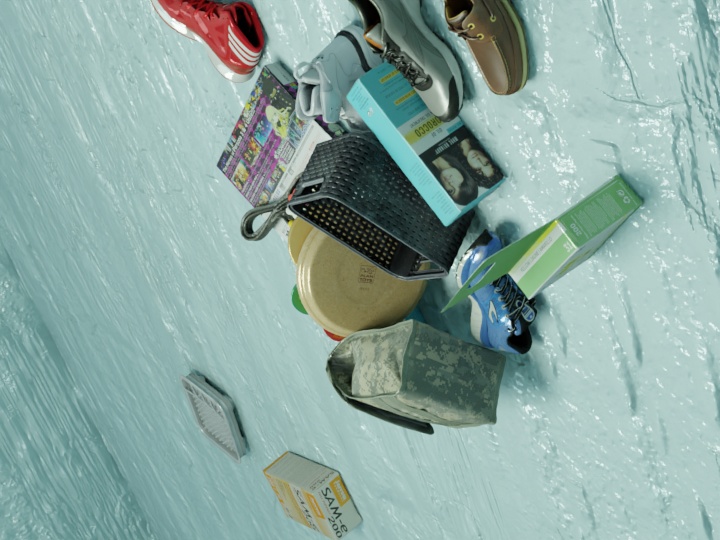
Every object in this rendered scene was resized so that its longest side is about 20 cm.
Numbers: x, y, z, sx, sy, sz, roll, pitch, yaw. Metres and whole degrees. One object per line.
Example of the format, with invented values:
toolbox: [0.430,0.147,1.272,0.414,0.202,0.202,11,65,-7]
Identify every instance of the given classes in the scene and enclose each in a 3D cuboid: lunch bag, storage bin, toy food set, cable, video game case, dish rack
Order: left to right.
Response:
dish rack: [-0.317,0.318,2.818,0.171,0.043,0.201,30,145,39]
cable: [-0.112,-0.088,1.794,0.199,0.050,0.098,-4,95,43]
video game case: [-0.107,-0.161,1.819,0.181,0.036,0.200,46,132,17]
toy food set: [0.000,0.000,1.728,0.049,0.199,0.199,-142,44,-64]
storage bin: [0.026,-0.077,1.609,0.199,0.094,0.135,31,162,-23]
lunch bag: [0.065,0.148,1.712,0.163,0.118,0.200,22,160,-29]

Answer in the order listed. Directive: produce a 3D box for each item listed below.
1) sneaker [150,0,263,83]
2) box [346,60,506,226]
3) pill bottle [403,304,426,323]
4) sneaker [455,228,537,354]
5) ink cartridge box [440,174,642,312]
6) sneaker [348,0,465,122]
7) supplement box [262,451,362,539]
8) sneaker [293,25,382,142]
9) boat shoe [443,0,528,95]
sneaker: [-0.206,-0.368,1.795,0.200,0.078,0.116,42,145,-1]
box: [0.078,-0.159,1.530,0.200,0.082,0.049,52,154,5]
pill bottle: [0.034,0.072,1.849,0.111,0.111,0.201,10,129,56]
sneaker: [0.181,0.030,1.605,0.089,0.079,0.201,23,149,36]
ink cartridge box: [0.193,-0.013,1.373,0.048,0.200,0.146,52,154,10]
sneaker: [0.049,-0.255,1.469,0.201,0.079,0.074,58,152,-10]
supplement box: [-0.099,0.452,2.571,0.200,0.073,0.127,9,129,56]
sneaker: [-0.013,-0.195,1.603,0.075,0.115,0.201,16,135,53]
boat shoe: [0.118,-0.271,1.344,0.072,0.067,0.201,16,135,52]
